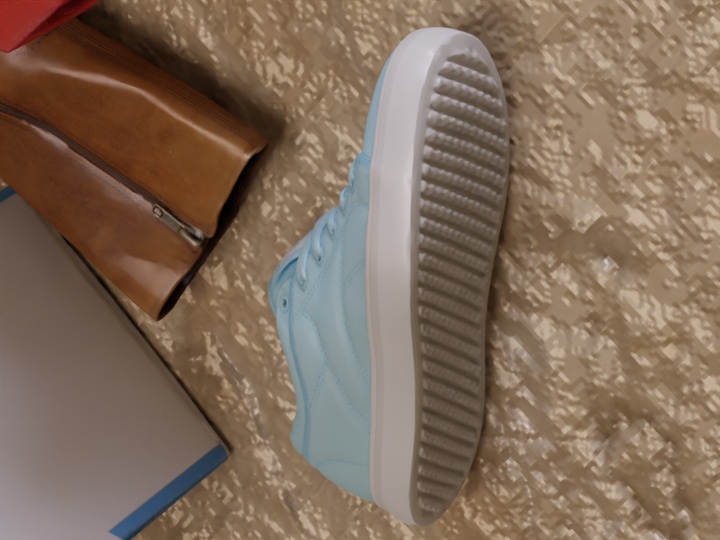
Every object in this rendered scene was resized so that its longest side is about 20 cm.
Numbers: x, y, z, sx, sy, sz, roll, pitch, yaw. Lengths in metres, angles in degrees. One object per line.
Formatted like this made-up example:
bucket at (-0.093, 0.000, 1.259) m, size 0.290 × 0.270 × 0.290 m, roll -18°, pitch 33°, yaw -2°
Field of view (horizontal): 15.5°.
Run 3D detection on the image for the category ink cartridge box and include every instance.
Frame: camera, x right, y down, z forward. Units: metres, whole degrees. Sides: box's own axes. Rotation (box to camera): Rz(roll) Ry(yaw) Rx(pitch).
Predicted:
ink cartridge box at (-0.189, 0.094, 1.090) m, size 0.146 × 0.147 × 0.200 m, roll 51°, pitch 134°, yaw 1°

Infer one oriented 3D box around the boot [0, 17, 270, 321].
boot at (-0.121, -0.095, 0.989) m, size 0.200 × 0.068 × 0.188 m, roll 38°, pitch 131°, yaw 13°

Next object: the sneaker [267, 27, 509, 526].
sneaker at (0.000, 0.000, 0.946) m, size 0.082 × 0.074 × 0.200 m, roll 20°, pitch 123°, yaw 24°

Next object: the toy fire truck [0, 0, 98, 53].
toy fire truck at (-0.103, -0.181, 0.827) m, size 0.141 × 0.049 × 0.200 m, roll 44°, pitch 132°, yaw 8°
